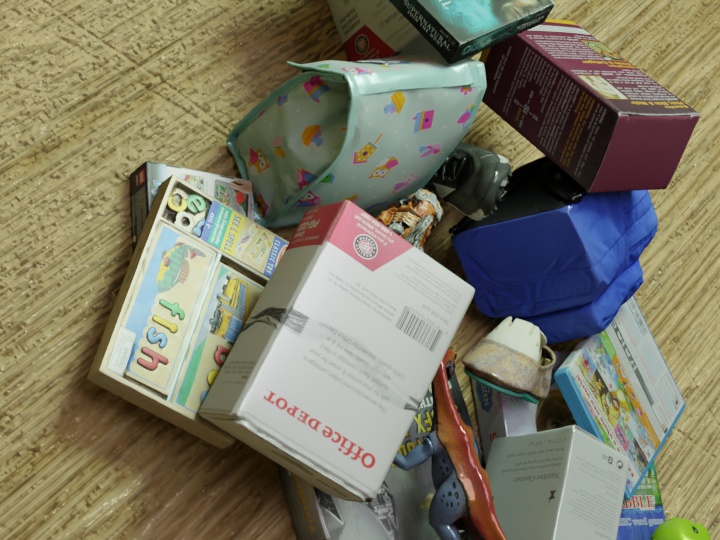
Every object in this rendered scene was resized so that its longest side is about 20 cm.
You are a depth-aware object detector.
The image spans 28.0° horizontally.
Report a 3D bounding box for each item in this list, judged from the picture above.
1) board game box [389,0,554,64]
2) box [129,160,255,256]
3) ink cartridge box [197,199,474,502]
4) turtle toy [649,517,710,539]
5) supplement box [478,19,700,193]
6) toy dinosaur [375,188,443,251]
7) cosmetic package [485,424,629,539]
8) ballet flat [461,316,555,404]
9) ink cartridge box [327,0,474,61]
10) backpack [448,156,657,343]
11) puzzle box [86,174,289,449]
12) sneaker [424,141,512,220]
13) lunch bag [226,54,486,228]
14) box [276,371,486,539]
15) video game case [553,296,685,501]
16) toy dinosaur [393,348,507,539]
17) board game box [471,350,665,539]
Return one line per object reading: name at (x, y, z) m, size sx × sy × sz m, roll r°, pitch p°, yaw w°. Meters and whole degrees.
board game box at (0.066, -0.282, 1.314) m, size 0.135 × 0.028 × 0.200 m, roll -29°, pitch 69°, yaw -37°
box at (-0.141, 0.010, 1.252) m, size 0.110 × 0.035 × 0.201 m, roll 10°, pitch 65°, yaw -34°
ink cartridge box at (-0.018, 0.067, 1.174) m, size 0.145 × 0.085 × 0.201 m, roll 34°, pitch 71°, yaw -22°
turtle toy at (0.272, 0.321, 1.364) m, size 0.146 × 0.101 × 0.200 m, roll 53°, pitch 48°, yaw -29°
supplement box at (0.212, -0.162, 1.393) m, size 0.110 × 0.086 × 0.200 m, roll -4°, pitch 36°, yaw -35°
toy dinosaur at (0.000, 0.000, 1.297) m, size 0.200 × 0.136 × 0.102 m, roll -27°, pitch 89°, yaw -41°
cosmetic package at (0.158, 0.249, 1.270) m, size 0.081 × 0.113 × 0.201 m, roll 31°, pitch 60°, yaw -29°
ballet flat at (0.138, 0.078, 1.303) m, size 0.068 × 0.200 × 0.067 m, roll 24°, pitch 89°, yaw 16°
ink cartridge box at (0.053, -0.316, 1.468) m, size 0.144 × 0.145 × 0.201 m, roll -12°, pitch 78°, yaw -38°
backpack at (0.206, -0.032, 1.458) m, size 0.200 × 0.162 × 0.168 m, roll -45°, pitch 120°, yaw -49°
puzzle box at (-0.136, 0.033, 1.206) m, size 0.133 × 0.025 × 0.201 m, roll 30°, pitch 55°, yaw -23°
sneaker at (0.083, -0.099, 1.394) m, size 0.090 × 0.200 × 0.067 m, roll 21°, pitch 97°, yaw -14°
lunch bag at (0.001, -0.131, 1.308) m, size 0.170 × 0.200 × 0.122 m, roll -9°, pitch 69°, yaw -38°
box at (0.021, 0.174, 1.294) m, size 0.199 × 0.048 × 0.159 m, roll -8°, pitch 76°, yaw -39°
video game case at (0.264, 0.121, 1.449) m, size 0.200 × 0.018 × 0.144 m, roll -40°, pitch 106°, yaw -54°
toy dinosaur at (0.091, 0.162, 1.230) m, size 0.105 × 0.199 × 0.182 m, roll -11°, pitch 110°, yaw -55°
board game box at (0.209, 0.180, 1.438) m, size 0.199 × 0.041 × 0.200 m, roll 5°, pitch 68°, yaw -36°
